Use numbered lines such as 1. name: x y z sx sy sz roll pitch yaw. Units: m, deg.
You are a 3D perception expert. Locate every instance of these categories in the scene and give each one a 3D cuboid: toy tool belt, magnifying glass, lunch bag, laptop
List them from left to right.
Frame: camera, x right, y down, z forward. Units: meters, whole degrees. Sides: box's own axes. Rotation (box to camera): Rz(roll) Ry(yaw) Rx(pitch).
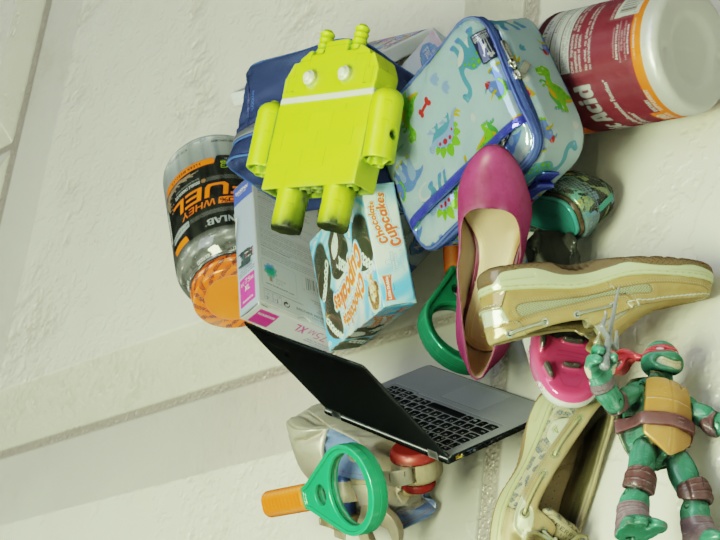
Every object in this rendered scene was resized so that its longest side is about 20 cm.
1. magnifying glass: -0.034 0.200 1.575 0.199 0.022 0.080 -21 80 56
2. lunch bag: -0.029 -0.136 1.775 0.199 0.135 0.134 -10 61 44
3. toy tool belt: 0.016 0.196 1.621 0.199 0.124 0.124 18 121 55
4. laptop: 0.035 0.087 1.556 0.187 0.199 0.117 17 120 52
5. magnifying glass: 0.091 0.019 1.656 0.201 0.079 0.022 -89 22 -45
6. lunch bag: 0.104 -0.120 1.593 0.200 0.082 0.162 -42 62 46

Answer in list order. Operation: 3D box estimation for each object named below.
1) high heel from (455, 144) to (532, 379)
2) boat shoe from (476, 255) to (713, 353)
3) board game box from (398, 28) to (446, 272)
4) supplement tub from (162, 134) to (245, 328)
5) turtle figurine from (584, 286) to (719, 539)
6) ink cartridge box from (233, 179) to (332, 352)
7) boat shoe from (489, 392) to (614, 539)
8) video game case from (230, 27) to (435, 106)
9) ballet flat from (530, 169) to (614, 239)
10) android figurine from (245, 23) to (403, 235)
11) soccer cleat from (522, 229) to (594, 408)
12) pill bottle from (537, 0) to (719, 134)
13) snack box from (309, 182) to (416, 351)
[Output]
1. high heel: 0.112 -0.006 1.519 0.067 0.201 0.097 1 37 9
2. boat shoe: 0.197 0.034 1.465 0.198 0.072 0.077 -5 74 -1
3. board game box: 0.056 -0.116 1.810 0.199 0.043 0.201 -48 38 19
4. supplement tub: -0.149 -0.042 1.942 0.122 0.122 0.201 -41 42 25
5. turtle figurine: 0.244 0.118 1.392 0.101 0.148 0.202 101 173 -64
6. ink cartridge box: -0.075 -0.019 1.840 0.042 0.119 0.202 -36 44 36
7. boat shoe: 0.160 0.190 1.467 0.062 0.073 0.202 -6 60 43
8. video game case: -0.030 -0.221 1.925 0.143 0.018 0.199 -30 16 -39
9. ballet flat: 0.160 -0.072 1.650 0.199 0.074 0.075 21 83 50
10. android figurine: -0.030 -0.133 1.645 0.181 0.041 0.202 0 74 43
11. soccer cleat: 0.173 0.055 1.540 0.087 0.069 0.201 100 172 -45
12. pill bottle: 0.222 -0.184 1.598 0.199 0.114 0.115 -7 62 48
13. snack box: 0.000 0.000 1.704 0.200 0.037 0.117 137 124 -68
